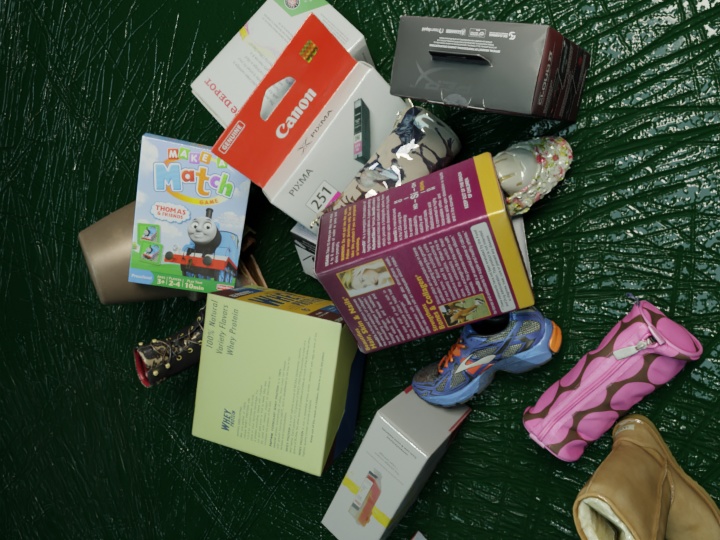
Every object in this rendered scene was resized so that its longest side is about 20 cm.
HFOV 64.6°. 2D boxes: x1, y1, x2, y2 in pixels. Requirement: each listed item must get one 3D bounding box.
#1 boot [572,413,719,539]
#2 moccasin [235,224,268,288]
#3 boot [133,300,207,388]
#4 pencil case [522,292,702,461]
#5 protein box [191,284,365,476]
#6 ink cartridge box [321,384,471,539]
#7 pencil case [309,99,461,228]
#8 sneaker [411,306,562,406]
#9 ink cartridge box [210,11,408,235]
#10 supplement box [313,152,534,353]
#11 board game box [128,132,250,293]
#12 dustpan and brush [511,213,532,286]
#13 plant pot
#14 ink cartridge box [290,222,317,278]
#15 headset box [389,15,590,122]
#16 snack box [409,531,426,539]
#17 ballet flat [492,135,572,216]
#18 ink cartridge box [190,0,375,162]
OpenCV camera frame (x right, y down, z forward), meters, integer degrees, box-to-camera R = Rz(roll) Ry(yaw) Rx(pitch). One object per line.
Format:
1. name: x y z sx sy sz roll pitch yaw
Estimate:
1. boot: 0.286 0.252 0.557 0.066 0.199 0.177 -43 76 32
2. moccasin: -0.193 -0.037 0.901 0.076 0.074 0.206 -18 90 13
3. boot: -0.279 0.113 0.911 0.074 0.149 0.200 58 145 11
4. pencil case: 0.260 0.124 0.614 0.091 0.093 0.202 44 120 20
5. protein box: -0.107 0.141 0.800 0.195 0.135 0.204 10 97 17
6. ink cartridge box: 0.048 0.258 0.754 0.083 0.144 0.203 35 117 21
7. pencil case: 0.028 -0.104 0.691 0.089 0.078 0.201 42 93 11
8. sneaker: 0.140 0.095 0.692 0.198 0.076 0.079 -34 105 25
9. ink cartridge box: -0.052 -0.166 0.686 0.201 0.173 0.044 -51 42 7
10. supplement box: 0.067 -0.013 0.600 0.196 0.105 0.132 -17 129 16
11. board game box: -0.237 -0.073 0.797 0.147 0.037 0.205 8 106 -13
12. dustpan and brush: 0.112 -0.025 0.713 0.196 0.057 0.143 -10 81 26
13. plant pot: -0.338 -0.032 0.894 0.200 0.172 0.204 42 143 44
14. ink cartridge box: 0.000 0.000 0.767 0.197 0.044 0.095 27 152 26
15. headset box: 0.131 -0.199 0.571 0.146 0.198 0.077 18 110 30
16. snack box: 0.109 0.504 0.817 0.200 0.053 0.144 43 119 20
17. ballet flat: 0.140 -0.089 0.634 0.198 0.064 0.077 -30 68 20
18. ink cartridge box: -0.099 -0.249 0.740 0.200 0.087 0.145 -45 73 2
